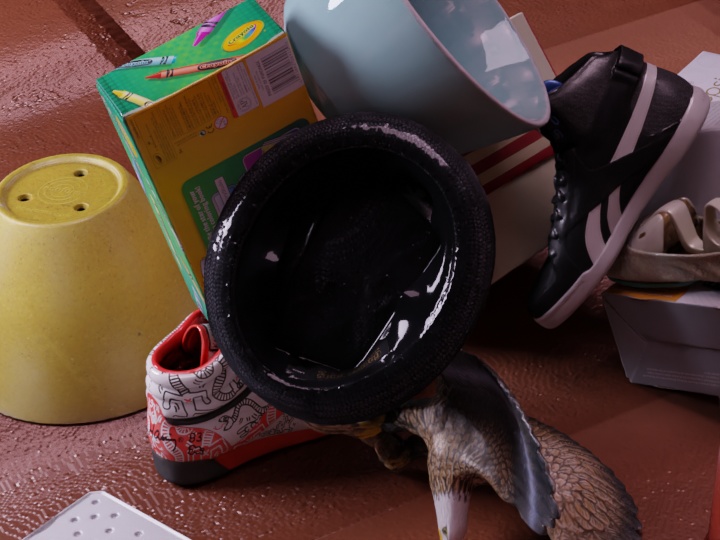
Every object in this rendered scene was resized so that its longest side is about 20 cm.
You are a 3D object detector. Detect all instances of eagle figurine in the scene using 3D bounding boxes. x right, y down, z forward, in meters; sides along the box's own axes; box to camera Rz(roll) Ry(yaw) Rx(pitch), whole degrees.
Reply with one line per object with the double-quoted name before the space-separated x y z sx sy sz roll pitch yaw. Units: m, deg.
"eagle figurine" 0.084 0.121 1.364 0.199 0.152 0.152 6 24 36

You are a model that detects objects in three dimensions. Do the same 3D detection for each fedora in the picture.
"fedora" 0.000 0.000 1.339 0.199 0.202 0.092 5 -2 15

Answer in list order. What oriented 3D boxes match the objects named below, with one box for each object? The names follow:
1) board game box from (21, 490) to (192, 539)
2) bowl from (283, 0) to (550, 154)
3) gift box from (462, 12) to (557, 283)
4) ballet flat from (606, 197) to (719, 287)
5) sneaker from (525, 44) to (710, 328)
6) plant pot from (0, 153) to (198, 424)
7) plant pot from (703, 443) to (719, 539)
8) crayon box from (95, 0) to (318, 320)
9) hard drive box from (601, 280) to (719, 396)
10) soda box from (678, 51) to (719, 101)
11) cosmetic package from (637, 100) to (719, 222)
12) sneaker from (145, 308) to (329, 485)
"board game box" -0.170 0.235 1.313 0.199 0.026 0.200 23 43 36
"bowl" 0.024 -0.147 1.381 0.105 0.201 0.201 -38 28 20
"gift box" 0.061 -0.079 1.576 0.186 0.185 0.200 -31 10 -29
"ballet flat" 0.237 -0.023 1.432 0.067 0.063 0.199 -36 26 -34
"sneaker" 0.145 -0.067 1.458 0.112 0.201 0.073 31 14 -7
"plant pot" -0.213 -0.002 1.567 0.199 0.143 0.200 -3 34 2
"plant pot" 0.291 0.141 1.234 0.199 0.196 0.201 -4 34 2
"crayon box" -0.081 -0.063 1.373 0.118 0.201 0.058 -29 40 -10
"hard drive box" 0.299 0.008 1.495 0.200 0.077 0.155 -35 26 -33
"soda box" 0.266 -0.107 1.725 0.068 0.064 0.200 18 39 31
"cosmetic package" 0.286 -0.083 1.499 0.199 0.072 0.101 -6 15 31
"sneaker" -0.061 0.067 1.473 0.201 0.108 0.067 -23 38 -25
